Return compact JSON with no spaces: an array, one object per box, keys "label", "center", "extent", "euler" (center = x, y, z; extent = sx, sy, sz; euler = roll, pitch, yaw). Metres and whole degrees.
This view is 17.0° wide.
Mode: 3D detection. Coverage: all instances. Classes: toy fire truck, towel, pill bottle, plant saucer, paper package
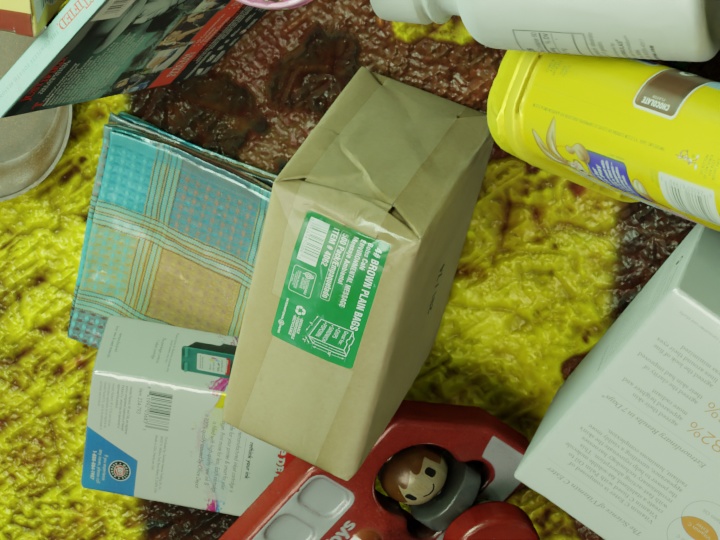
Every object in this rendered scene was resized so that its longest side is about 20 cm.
[{"label":"toy fire truck","center":[0.017,0.169,1.664],"extent":[0.168,0.112,0.200],"euler":[32,109,-32]},{"label":"towel","center":[-0.131,-0.004,1.722],"extent":[0.146,0.022,0.200],"euler":[22,126,9]},{"label":"pill bottle","center":[0.110,-0.182,1.388],"extent":[0.200,0.114,0.115],"euler":[6,122,18]},{"label":"plant saucer","center":[-0.288,-0.141,1.694],"extent":[0.200,0.032,0.201],"euler":[10,123,16]},{"label":"paper package","center":[0.000,0.000,1.567],"extent":[0.103,0.191,0.200],"euler":[21,124,8]}]

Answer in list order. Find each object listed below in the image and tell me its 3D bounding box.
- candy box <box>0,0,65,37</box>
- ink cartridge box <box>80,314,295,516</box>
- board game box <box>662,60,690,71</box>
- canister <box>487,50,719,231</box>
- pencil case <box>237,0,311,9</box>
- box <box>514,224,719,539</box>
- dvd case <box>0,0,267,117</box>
[{"label":"candy box","center":[-0.216,-0.223,1.507],"extent":[0.116,0.200,0.057],"euler":[11,129,15]},{"label":"ink cartridge box","center":[-0.094,0.111,1.733],"extent":[0.200,0.067,0.116],"euler":[10,128,0]},{"label":"board game box","center":[0.144,-0.238,1.446],"extent":[0.200,0.057,0.165],"euler":[28,124,4]},{"label":"canister","center":[0.193,-0.073,1.424],"extent":[0.200,0.148,0.087],"euler":[25,94,49]},{"label":"pencil case","center":[-0.039,-0.225,1.441],"extent":[0.083,0.200,0.087],"euler":[-24,110,21]},{"label":"box","center":[0.224,0.091,1.584],"extent":[0.152,0.106,0.200],"euler":[36,127,-2]},{"label":"dvd case","center":[-0.125,-0.158,1.520],"extent":[0.146,0.200,0.022],"euler":[-42,77,36]}]
